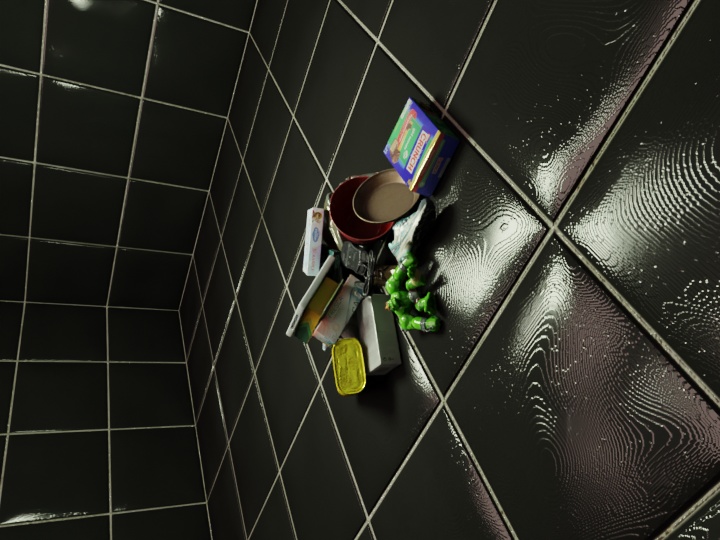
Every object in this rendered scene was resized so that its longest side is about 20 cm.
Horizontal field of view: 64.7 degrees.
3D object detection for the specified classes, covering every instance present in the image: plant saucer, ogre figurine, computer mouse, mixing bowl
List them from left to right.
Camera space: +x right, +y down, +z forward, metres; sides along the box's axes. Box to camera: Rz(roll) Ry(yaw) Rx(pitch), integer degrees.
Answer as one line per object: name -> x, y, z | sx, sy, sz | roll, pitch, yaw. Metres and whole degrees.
computer mouse -> 0.000, 0.000, 1.597 | 0.199, 0.045, 0.145 | 24, 110, 60
mixing bowl -> 0.010, -0.156, 1.648 | 0.109, 0.194, 0.206 | 88, 174, -67
plant saucer -> 0.075, -0.196, 1.557 | 0.203, 0.196, 0.037 | 63, 180, 43
ogre figurine -> 0.128, 0.073, 1.460 | 0.119, 0.098, 0.203 | -35, 88, 40

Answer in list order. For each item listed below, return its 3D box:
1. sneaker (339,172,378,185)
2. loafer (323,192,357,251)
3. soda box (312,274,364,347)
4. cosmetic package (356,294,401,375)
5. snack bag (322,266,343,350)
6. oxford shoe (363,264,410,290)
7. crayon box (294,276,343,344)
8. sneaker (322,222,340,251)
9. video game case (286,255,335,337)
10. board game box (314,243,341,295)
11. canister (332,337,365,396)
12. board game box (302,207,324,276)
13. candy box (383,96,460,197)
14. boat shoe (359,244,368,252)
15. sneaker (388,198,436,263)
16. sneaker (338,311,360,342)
sneaker -> -0.005, -0.261, 1.764 | 0.198, 0.080, 0.080 | -7, 79, 61
loafer -> -0.063, -0.136, 1.730 | 0.070, 0.073, 0.205 | -46, 55, 51
soda box -> -0.057, 0.116, 1.628 | 0.203, 0.067, 0.064 | -58, 3, -23
cosmetic package -> 0.048, 0.181, 1.603 | 0.101, 0.069, 0.206 | -43, 49, 53
snack bag -> -0.088, 0.120, 1.774 | 0.190, 0.021, 0.205 | 122, 149, -49
oxford shoe -> 0.071, 0.018, 1.581 | 0.198, 0.082, 0.075 | -3, 81, 59
crayon box -> -0.123, 0.108, 1.646 | 0.127, 0.051, 0.201 | -59, -1, -40
sneaker -> -0.068, -0.098, 1.847 | 0.201, 0.078, 0.073 | -120, 35, -51
video game case -> -0.146, 0.075, 1.662 | 0.202, 0.023, 0.183 | -60, 0, -37
board game box -> -0.104, -0.003, 1.784 | 0.200, 0.027, 0.140 | -151, 66, -70
canister -> -0.036, 0.287, 1.649 | 0.200, 0.084, 0.153 | 101, 160, -74
board game box -> -0.150, -0.092, 1.804 | 0.199, 0.040, 0.207 | -154, 69, -80
candy box -> 0.155, -0.324, 1.488 | 0.172, 0.075, 0.202 | -62, 38, 30
boat shoe -> -0.014, -0.098, 1.779 | 0.074, 0.073, 0.206 | 85, -179, -72
sneaker -> 0.124, -0.109, 1.473 | 0.086, 0.077, 0.203 | 44, 131, 24
sneaker -> -0.039, 0.136, 1.766 | 0.201, 0.073, 0.117 | -119, 41, -50
